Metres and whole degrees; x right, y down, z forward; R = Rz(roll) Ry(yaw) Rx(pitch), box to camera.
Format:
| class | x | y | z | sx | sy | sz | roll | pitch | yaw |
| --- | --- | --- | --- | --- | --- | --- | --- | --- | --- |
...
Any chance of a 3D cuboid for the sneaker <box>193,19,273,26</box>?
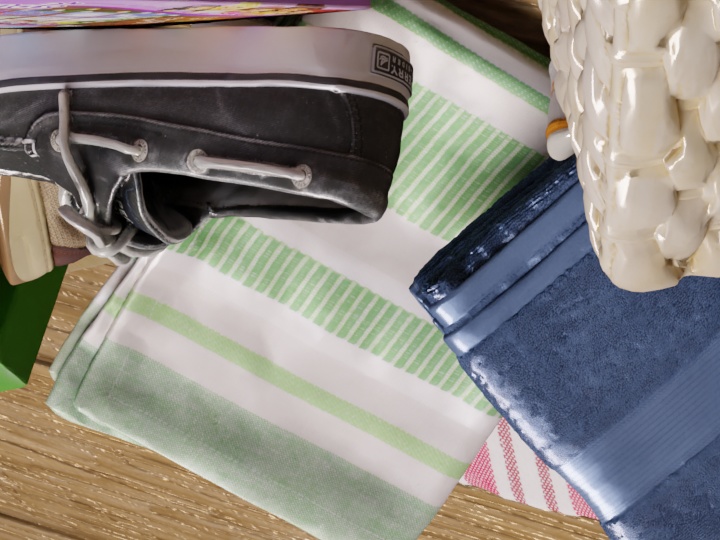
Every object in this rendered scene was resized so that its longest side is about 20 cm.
| class | x | y | z | sx | sy | sz | roll | pitch | yaw |
| --- | --- | --- | --- | --- | --- | --- | --- | --- | --- |
| sneaker | -0.044 | -0.015 | 1.145 | 0.074 | 0.082 | 0.200 | 17 | 155 | 23 |

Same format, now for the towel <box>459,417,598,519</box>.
| class | x | y | z | sx | sy | sz | roll | pitch | yaw |
| --- | --- | --- | --- | --- | --- | --- | --- | --- | --- |
| towel | 0.101 | 0.030 | 1.102 | 0.199 | 0.030 | 0.147 | 11 | 124 | 38 |

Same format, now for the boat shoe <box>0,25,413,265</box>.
| class | x | y | z | sx | sy | sz | roll | pitch | yaw |
| --- | --- | --- | --- | --- | --- | --- | --- | --- | --- |
| boat shoe | -0.073 | -0.037 | 0.988 | 0.198 | 0.069 | 0.074 | 0 | 166 | 28 |

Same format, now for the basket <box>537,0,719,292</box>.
| class | x | y | z | sx | sy | sz | roll | pitch | yaw |
| --- | --- | --- | --- | --- | --- | --- | --- | --- | --- |
| basket | 0.122 | -0.111 | 0.590 | 0.197 | 0.162 | 0.200 | -7 | 155 | 0 |

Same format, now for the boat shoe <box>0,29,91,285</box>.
| class | x | y | z | sx | sy | sz | roll | pitch | yaw |
| --- | --- | --- | --- | --- | --- | --- | --- | --- | --- |
| boat shoe | -0.111 | -0.071 | 1.154 | 0.072 | 0.072 | 0.201 | -10 | 141 | -10 |

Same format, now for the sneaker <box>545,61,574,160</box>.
| class | x | y | z | sx | sy | sz | roll | pitch | yaw |
| --- | --- | --- | --- | --- | --- | --- | --- | --- | --- |
| sneaker | 0.145 | -0.023 | 0.952 | 0.199 | 0.080 | 0.078 | 28 | 156 | -7 |

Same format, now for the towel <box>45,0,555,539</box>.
| class | x | y | z | sx | sy | sz | roll | pitch | yaw |
| --- | --- | --- | --- | --- | --- | --- | --- | --- | --- |
| towel | 0.000 | 0.000 | 1.049 | 0.152 | 0.200 | 0.023 | 27 | -157 | -16 |

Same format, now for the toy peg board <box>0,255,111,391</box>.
| class | x | y | z | sx | sy | sz | roll | pitch | yaw |
| --- | --- | --- | --- | --- | --- | --- | --- | --- | --- |
| toy peg board | -0.230 | -0.023 | 1.280 | 0.198 | 0.098 | 0.200 | -12 | 138 | 39 |

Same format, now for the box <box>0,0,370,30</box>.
| class | x | y | z | sx | sy | sz | roll | pitch | yaw |
| --- | --- | --- | --- | --- | --- | --- | --- | --- | --- |
| box | -0.113 | -0.095 | 0.909 | 0.199 | 0.039 | 0.136 | -3 | -178 | -44 |

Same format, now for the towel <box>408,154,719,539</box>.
| class | x | y | z | sx | sy | sz | roll | pitch | yaw |
| --- | --- | --- | --- | --- | --- | --- | --- | --- | --- |
| towel | 0.119 | 0.046 | 1.018 | 0.200 | 0.112 | 0.049 | 49 | -163 | -5 |
